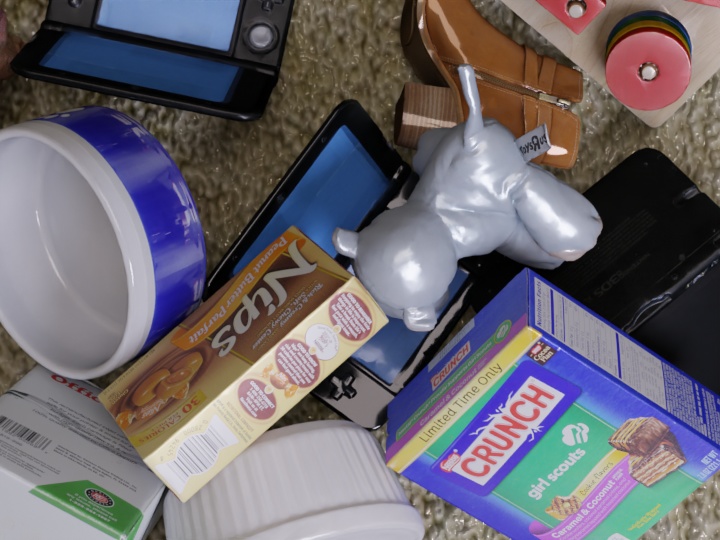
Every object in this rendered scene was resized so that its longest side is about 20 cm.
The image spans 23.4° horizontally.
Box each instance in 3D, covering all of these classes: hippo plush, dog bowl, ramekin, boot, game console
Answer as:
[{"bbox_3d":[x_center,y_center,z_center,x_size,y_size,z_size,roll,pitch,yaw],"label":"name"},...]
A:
[{"bbox_3d":[0.077,-0.021,1.300,0.159,0.200,0.161,38,79,2],"label":"hippo plush"},{"bbox_3d":[-0.213,-0.023,1.334,0.079,0.200,0.201,-25,81,-43],"label":"dog bowl"},{"bbox_3d":[-0.058,0.187,1.316,0.202,0.202,0.095,-17,69,-5],"label":"ramekin"},{"bbox_3d":[0.112,-0.180,1.437,0.155,0.077,0.201,8,68,-9],"label":"boot"},{"bbox_3d":[-0.160,-0.209,1.400,0.199,0.116,0.177,12,81,-1],"label":"game console"},{"bbox_3d":[0.220,0.035,1.409,0.200,0.116,0.176,-39,61,-5],"label":"game console"},{"bbox_3d":[0.000,0.000,1.381,0.176,0.116,0.200,36,82,4],"label":"game console"}]

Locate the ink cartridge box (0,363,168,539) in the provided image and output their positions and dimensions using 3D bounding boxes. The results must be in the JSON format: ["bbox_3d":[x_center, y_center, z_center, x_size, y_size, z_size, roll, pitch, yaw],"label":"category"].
[{"bbox_3d":[-0.224,0.160,1.303,0.146,0.200,0.083,28,107,3],"label":"ink cartridge box"}]

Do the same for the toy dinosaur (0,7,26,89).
[{"bbox_3d":[-0.312,-0.151,1.383,0.085,0.136,0.201,14,80,0],"label":"toy dinosaur"}]

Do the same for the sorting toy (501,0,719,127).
[{"bbox_3d":[0.231,-0.233,1.375,0.199,0.070,0.200,38,117,-12],"label":"sorting toy"}]

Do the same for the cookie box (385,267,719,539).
[{"bbox_3d":[0.146,0.120,1.304,0.200,0.075,0.171,32,121,-18],"label":"cookie box"}]

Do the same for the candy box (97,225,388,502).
[{"bbox_3d":[-0.088,0.065,1.277,0.200,0.115,0.055,-41,123,-7],"label":"candy box"}]
